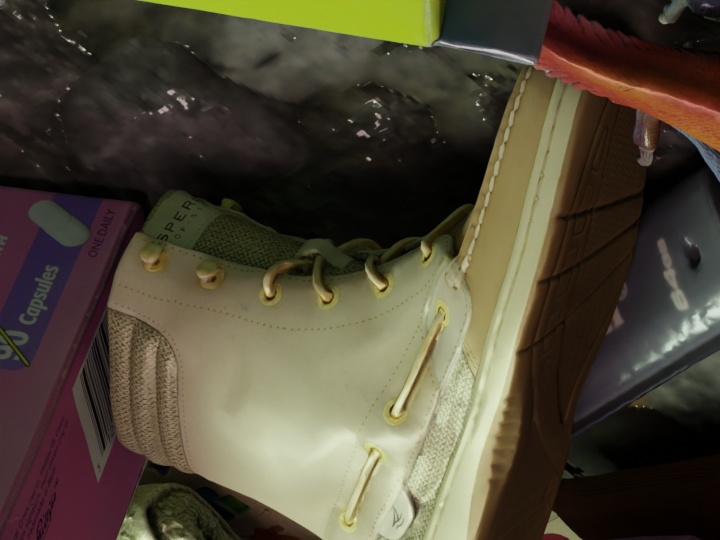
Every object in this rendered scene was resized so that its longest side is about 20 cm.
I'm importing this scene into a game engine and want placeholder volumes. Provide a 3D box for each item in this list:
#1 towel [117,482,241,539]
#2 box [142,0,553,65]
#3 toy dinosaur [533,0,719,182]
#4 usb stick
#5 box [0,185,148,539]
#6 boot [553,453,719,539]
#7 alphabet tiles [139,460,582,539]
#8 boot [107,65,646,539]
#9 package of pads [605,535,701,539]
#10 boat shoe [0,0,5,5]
[{"bbox_3d":[-0.065,0.153,1.060,0.148,0.037,0.200,-13,136,41],"label":"towel"},{"bbox_3d":[-0.042,-0.121,0.642,0.198,0.123,0.048,10,141,8],"label":"box"},{"bbox_3d":[0.141,-0.007,0.684,0.199,0.182,0.106,-11,134,-38],"label":"toy dinosaur"},{"bbox_3d":[0.069,0.025,0.842,0.032,0.056,0.200,5,152,-35],"label":"usb stick"},{"bbox_3d":[-0.184,0.059,0.874,0.198,0.177,0.097,7,139,15],"label":"box"},{"bbox_3d":[0.147,0.057,0.865,0.199,0.069,0.188,-13,142,43],"label":"boot"},{"bbox_3d":[-0.026,0.084,0.991,0.199,0.008,0.167,35,139,-22],"label":"alphabet tiles"},{"bbox_3d":[0.000,0.000,0.813,0.155,0.073,0.201,27,120,25],"label":"boot"},{"bbox_3d":[0.123,0.162,0.921,0.120,0.076,0.200,-9,147,43],"label":"package of pads"},{"bbox_3d":[-0.196,-0.117,0.766,0.198,0.072,0.062,6,117,8],"label":"boat shoe"}]
